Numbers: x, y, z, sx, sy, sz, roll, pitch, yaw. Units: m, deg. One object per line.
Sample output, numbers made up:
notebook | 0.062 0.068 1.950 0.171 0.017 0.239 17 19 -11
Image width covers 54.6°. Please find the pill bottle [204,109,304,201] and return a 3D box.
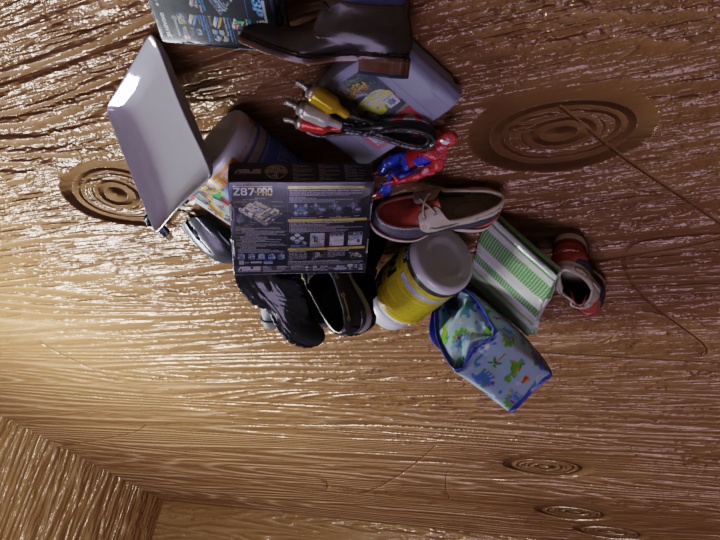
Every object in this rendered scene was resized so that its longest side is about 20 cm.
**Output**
pill bottle | -0.134 -0.128 1.017 0.110 0.115 0.199 -19 136 41

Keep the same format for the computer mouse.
computer mouse | -0.299 -0.056 1.256 0.138 0.047 0.200 -14 139 35

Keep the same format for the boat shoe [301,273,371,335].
boat shoe | -0.055 0.009 1.078 0.072 0.203 0.060 -45 158 30

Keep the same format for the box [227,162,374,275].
box | -0.083 -0.068 0.969 0.194 0.050 0.164 -2 134 -7

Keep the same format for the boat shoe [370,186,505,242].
boat shoe | 0.109 -0.086 0.996 0.194 0.073 0.063 -3 162 -13

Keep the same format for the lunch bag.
lunch bag | 0.211 0.119 1.215 0.127 0.202 0.169 -44 123 16

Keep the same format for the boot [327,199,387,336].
boot | 0.002 0.001 1.120 0.077 0.162 0.213 11 149 -5

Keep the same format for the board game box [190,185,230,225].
board game box | -0.172 -0.104 1.143 0.198 0.035 0.125 34 142 -30

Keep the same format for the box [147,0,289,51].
box | -0.167 -0.337 0.762 0.154 0.047 0.202 8 148 9

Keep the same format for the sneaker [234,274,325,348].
sneaker | -0.113 0.047 1.127 0.090 0.077 0.200 -36 121 12

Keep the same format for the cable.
cable | -0.004 -0.176 0.882 0.195 0.051 0.097 22 149 -10

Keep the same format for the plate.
plate | -0.274 -0.183 0.963 0.032 0.204 0.198 -20 174 -41

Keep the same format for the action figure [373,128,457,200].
action figure | 0.058 -0.146 0.960 0.051 0.067 0.198 16 154 -39

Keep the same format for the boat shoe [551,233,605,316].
boat shoe | 0.345 0.023 1.105 0.069 0.064 0.201 -6 145 26

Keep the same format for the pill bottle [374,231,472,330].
pill bottle | 0.090 0.020 1.161 0.112 0.117 0.200 22 147 -15

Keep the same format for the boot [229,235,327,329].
boot | -0.117 0.005 1.179 0.160 0.066 0.204 -8 124 7

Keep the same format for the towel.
towel | 0.241 0.010 1.106 0.152 0.023 0.202 45 159 24

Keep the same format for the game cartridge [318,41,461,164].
game cartridge | 0.016 -0.217 0.894 0.132 0.042 0.198 35 143 -25

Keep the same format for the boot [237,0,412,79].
boot | -0.035 -0.276 0.769 0.194 0.075 0.100 8 110 -3
